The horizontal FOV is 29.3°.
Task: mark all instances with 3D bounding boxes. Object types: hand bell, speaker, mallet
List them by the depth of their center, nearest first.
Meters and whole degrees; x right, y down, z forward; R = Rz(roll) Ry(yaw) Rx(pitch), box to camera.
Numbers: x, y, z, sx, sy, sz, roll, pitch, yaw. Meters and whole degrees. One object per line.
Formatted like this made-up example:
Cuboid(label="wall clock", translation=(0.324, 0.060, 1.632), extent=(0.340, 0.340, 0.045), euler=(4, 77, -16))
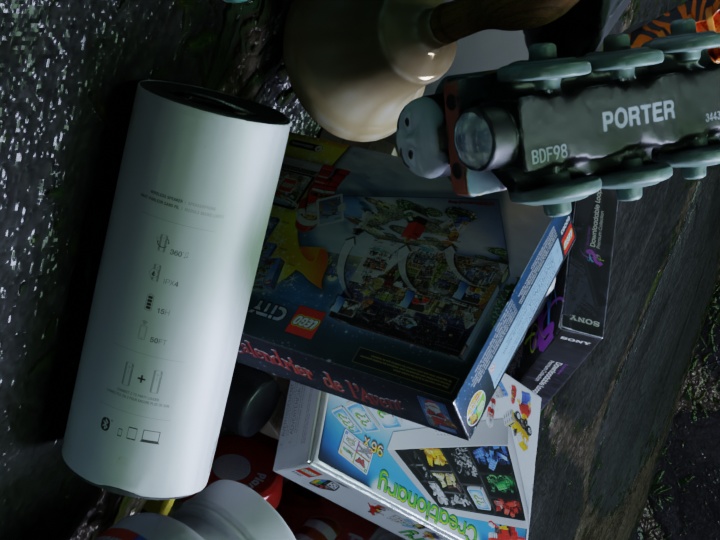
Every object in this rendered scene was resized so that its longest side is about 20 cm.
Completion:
Cuboid(label="speaker", translation=(-0.095, 0.008, 0.701), extent=(0.081, 0.080, 0.202), euler=(-15, 121, -64))
Cuboid(label="hand bell", translation=(0.053, -0.133, 0.741), extent=(0.103, 0.199, 0.106), euler=(2, 87, -34))
Cuboid(label="mallet", translation=(-0.109, 0.139, 0.802), extent=(0.041, 0.065, 0.202), euler=(26, 85, -65))

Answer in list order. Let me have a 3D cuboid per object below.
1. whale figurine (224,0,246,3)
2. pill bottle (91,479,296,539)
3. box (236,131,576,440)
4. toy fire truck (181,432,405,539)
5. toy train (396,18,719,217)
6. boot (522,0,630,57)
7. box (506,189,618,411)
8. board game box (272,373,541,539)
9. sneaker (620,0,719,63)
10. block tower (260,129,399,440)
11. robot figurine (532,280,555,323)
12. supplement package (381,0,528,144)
Cuboid(label="whale figurine", translation=(-0.030, -0.218, 0.627), extent=(0.159, 0.103, 0.202), euler=(-48, 150, -44))
Cuboid(label="pill bottle", translation=(-0.123, 0.197, 0.713), extent=(0.199, 0.112, 0.113), euler=(-36, 142, -39))
Cuboid(label="box", translation=(0.000, 0.000, 0.758), extent=(0.137, 0.198, 0.038), euler=(-58, 146, -25))
Cuboid(label="toy fire truck", translation=(-0.020, 0.166, 0.901), extent=(0.200, 0.166, 0.113), euler=(-42, 146, -50))
Cuboid(label="toy train", translation=(0.113, -0.080, 0.725), extent=(0.198, 0.113, 0.086), euler=(-15, 101, -35))
Cuboid(label="boot", translation=(0.168, -0.190, 0.863), extent=(0.201, 0.065, 0.166), euler=(-58, 155, -29))
Cuboid(label="box", translation=(0.136, 0.020, 0.995), extent=(0.200, 0.036, 0.145), euler=(110, -8, -63))
Cuboid(label="board game box", translation=(0.037, 0.098, 0.850), extent=(0.199, 0.034, 0.128), euler=(34, 53, -36))
Cuboid(label="sneaker", translation=(0.223, -0.142, 0.906), extent=(0.199, 0.078, 0.112), euler=(-30, -173, 46))
Cuboid(label="block tower", translation=(-0.034, 0.002, 0.878), extent=(0.202, 0.057, 0.054), euler=(-64, 158, -19))
Cuboid(label="robot figurine", translation=(0.059, -0.004, 0.953), extent=(0.168, 0.200, 0.114), euler=(-25, 98, -19))
Cuboid(label="supplement package", translation=(0.093, -0.181, 0.937), extent=(0.117, 0.116, 0.202), euler=(-44, 146, -49))
